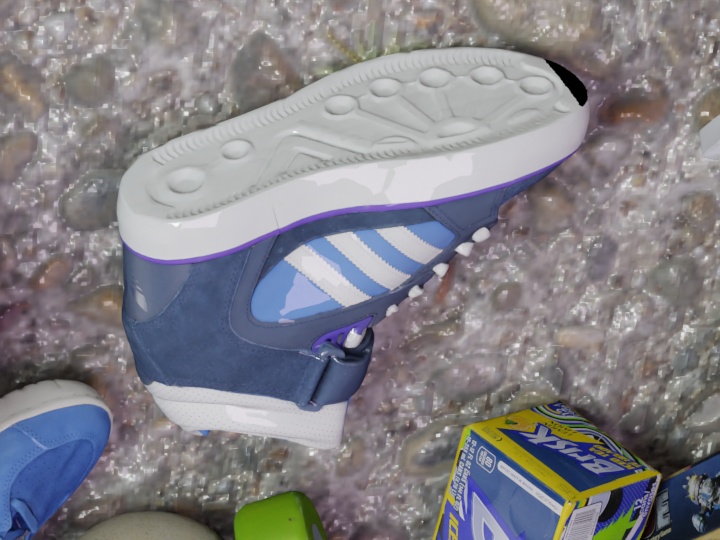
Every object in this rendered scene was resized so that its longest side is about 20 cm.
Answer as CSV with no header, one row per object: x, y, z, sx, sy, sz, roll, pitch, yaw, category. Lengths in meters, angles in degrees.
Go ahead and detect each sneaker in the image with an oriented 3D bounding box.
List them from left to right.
-0.158,0.140,0.961,0.200,0.111,0.077,-39,147,-12,sneaker
0.000,0.000,0.981,0.199,0.081,0.147,-17,131,-12,sneaker

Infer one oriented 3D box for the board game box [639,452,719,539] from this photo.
0.212,0.105,1.051,0.135,0.035,0.200,11,156,-23,board game box

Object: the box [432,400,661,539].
0.067,0.163,1.085,0.064,0.070,0.201,-11,125,-42,box

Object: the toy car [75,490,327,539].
-0.068,0.209,1.062,0.164,0.158,0.200,-17,150,6,toy car

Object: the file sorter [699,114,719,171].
0.265,-0.016,0.991,0.199,0.125,0.139,9,155,-23,file sorter
